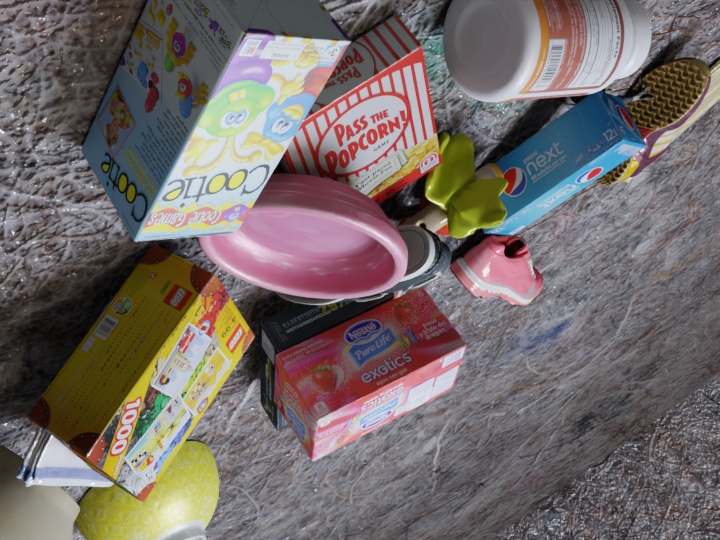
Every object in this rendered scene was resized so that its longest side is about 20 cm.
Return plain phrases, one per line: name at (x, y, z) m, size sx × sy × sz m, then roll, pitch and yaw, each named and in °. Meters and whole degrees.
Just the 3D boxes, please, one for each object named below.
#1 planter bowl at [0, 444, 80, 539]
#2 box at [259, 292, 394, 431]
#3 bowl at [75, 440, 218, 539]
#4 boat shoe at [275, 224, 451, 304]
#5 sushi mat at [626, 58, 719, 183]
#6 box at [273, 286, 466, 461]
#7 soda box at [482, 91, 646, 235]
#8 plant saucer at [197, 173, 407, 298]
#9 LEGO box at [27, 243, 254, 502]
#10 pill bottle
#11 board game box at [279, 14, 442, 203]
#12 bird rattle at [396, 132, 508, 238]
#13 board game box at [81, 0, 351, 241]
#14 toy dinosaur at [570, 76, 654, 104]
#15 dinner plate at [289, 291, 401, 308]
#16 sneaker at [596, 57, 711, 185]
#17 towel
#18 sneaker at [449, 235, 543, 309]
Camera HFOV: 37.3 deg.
planter bowl at (-0.373, 0.262, 1.088) m, size 0.135 × 0.200 × 0.201 m, roll -54°, pitch 163°, yaw -26°
box at (-0.043, 0.097, 1.281) m, size 0.157 × 0.051 × 0.200 m, roll -25°, pitch 151°, yaw -20°
bowl at (-0.261, 0.325, 1.394) m, size 0.199 × 0.108 × 0.200 m, roll -27°, pitch 153°, yaw -15°
boat shoe at (0.000, 0.000, 1.120) m, size 0.199 × 0.076 × 0.060 m, roll -6°, pitch 167°, yaw 32°
sushi mat at (0.419, -0.197, 1.436) m, size 0.200 × 0.012 × 0.096 m, roll -44°, pitch 154°, yaw 16°
box at (0.009, 0.116, 1.212) m, size 0.199 × 0.095 × 0.103 m, roll -25°, pitch 150°, yaw -22°
soda box at (0.218, -0.119, 1.217) m, size 0.200 × 0.068 × 0.064 m, roll -35°, pitch 158°, yaw 32°
plant saucer at (-0.052, -0.034, 1.010) m, size 0.199 × 0.051 × 0.201 m, roll 8°, pitch 157°, yaw 3°
LEGO box at (-0.203, 0.100, 1.023) m, size 0.200 × 0.077 × 0.149 m, roll -57°, pitch 157°, yaw -18°
pill bottle at (0.181, -0.219, 1.002) m, size 0.199 × 0.112 × 0.112 m, roll -12°, pitch 146°, yaw -40°
board game box at (-0.005, -0.128, 1.006) m, size 0.151 × 0.046 × 0.200 m, roll -33°, pitch 154°, yaw -5°
bird rattle at (0.087, -0.056, 1.183) m, size 0.200 × 0.113 × 0.163 m, roll -47°, pitch 170°, yaw 35°
board game box at (-0.114, -0.130, 0.806) m, size 0.103 × 0.105 × 0.200 m, roll -7°, pitch 143°, yaw -45°
toy dinosaur at (0.285, -0.204, 1.231) m, size 0.088 × 0.048 × 0.200 m, roll -31°, pitch 157°, yaw 13°
dinner plate at (-0.035, 0.053, 1.301) m, size 0.199 × 0.024 × 0.200 m, roll -28°, pitch 154°, yaw -15°
sneaker at (0.367, -0.190, 1.332) m, size 0.090 × 0.075 × 0.200 m, roll -18°, pitch 157°, yaw -47°
towel at (-0.252, 0.128, 1.077) m, size 0.201 × 0.024 × 0.147 m, roll -64°, pitch 153°, yaw -1°
sneaker at (0.206, -0.004, 1.438) m, size 0.087 × 0.074 × 0.200 m, roll -49°, pitch 151°, yaw 23°
